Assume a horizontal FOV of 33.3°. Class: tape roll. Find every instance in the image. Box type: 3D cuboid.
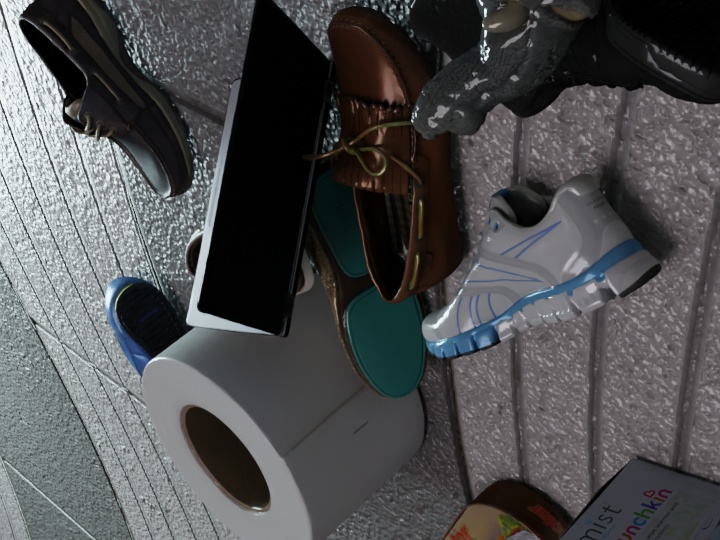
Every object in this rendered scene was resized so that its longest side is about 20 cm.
[{"bbox_3d":[-0.064,0.117,0.996,0.202,0.139,0.204,32,143,29],"label":"tape roll"}]

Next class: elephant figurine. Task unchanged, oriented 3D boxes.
[{"bbox_3d":[0.096,-0.160,0.505,0.199,0.156,0.142,-1,141,43],"label":"elephant figurine"}]

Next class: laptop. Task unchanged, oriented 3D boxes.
[{"bbox_3d":[-0.090,-0.060,0.787,0.199,0.115,0.189,2,79,52],"label":"laptop"}]

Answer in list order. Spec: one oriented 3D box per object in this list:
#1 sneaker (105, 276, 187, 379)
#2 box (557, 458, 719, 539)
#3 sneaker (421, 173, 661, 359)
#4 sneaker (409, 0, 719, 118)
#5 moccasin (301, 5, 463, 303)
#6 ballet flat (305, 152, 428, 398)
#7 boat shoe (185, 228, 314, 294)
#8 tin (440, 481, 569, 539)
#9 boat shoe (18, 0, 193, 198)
[{"bbox_3d":[-0.198,0.094,1.228,0.078,0.066,0.201,9,129,63],"label":"sneaker"},{"bbox_3d":[0.237,0.246,0.770,0.176,0.097,0.201,13,131,47],"label":"box"},{"bbox_3d":[0.096,-0.005,0.745,0.200,0.075,0.087,-30,86,53],"label":"sneaker"},{"bbox_3d":[0.106,-0.118,0.620,0.200,0.060,0.105,42,146,27],"label":"sneaker"},{"bbox_3d":[0.012,-0.070,0.767,0.073,0.078,0.203,25,139,37],"label":"moccasin"},{"bbox_3d":[0.000,0.000,0.884,0.065,0.070,0.201,-130,21,-62],"label":"ballet flat"},{"bbox_3d":[-0.089,-0.009,0.928,0.200,0.059,0.072,11,122,70],"label":"boat shoe"},{"bbox_3d":[0.119,0.241,0.978,0.112,0.042,0.200,40,147,12],"label":"tin"},{"bbox_3d":[-0.215,-0.140,0.998,0.201,0.073,0.074,57,148,-7],"label":"boat shoe"}]
